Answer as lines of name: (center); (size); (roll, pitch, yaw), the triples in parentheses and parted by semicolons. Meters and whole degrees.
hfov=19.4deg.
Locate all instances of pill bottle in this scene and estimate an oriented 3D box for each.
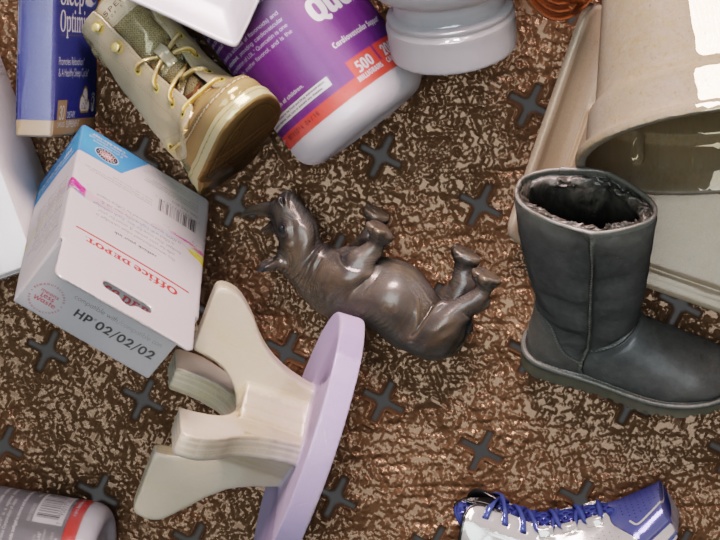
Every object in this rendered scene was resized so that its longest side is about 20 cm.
pill bottle: (-0.293, 0.218, 1.586); (0.200, 0.116, 0.116); (8, 96, 6)
pill bottle: (0.053, -0.242, 1.429); (0.120, 0.120, 0.200); (-5, 119, 7)
pill bottle: (-0.054, -0.183, 1.521); (0.112, 0.112, 0.200); (-37, 91, 9)

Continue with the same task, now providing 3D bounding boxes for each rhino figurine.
rhino figurine: (0.000, 0.000, 1.559); (0.200, 0.060, 0.087); (25, 108, 7)

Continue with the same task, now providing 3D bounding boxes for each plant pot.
plant pot: (0.240, -0.166, 1.434); (0.200, 0.200, 0.184); (-5, 75, 7)

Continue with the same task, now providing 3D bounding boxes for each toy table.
toy table: (-0.083, 0.113, 1.530); (0.117, 0.184, 0.200); (18, 92, -11)

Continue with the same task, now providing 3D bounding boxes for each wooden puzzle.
wooden puzzle: (0.228, -0.079, 1.541); (0.200, 0.037, 0.185); (19, 97, 0)

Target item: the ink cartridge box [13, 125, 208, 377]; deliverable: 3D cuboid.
ink cartridge box: (-0.176, -0.004, 1.491); (0.115, 0.200, 0.068); (31, 117, -19)

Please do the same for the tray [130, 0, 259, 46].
tray: (-0.090, -0.265, 1.452); (0.107, 0.022, 0.200); (25, 97, 8)

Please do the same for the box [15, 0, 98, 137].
box: (-0.220, -0.199, 1.534); (0.032, 0.121, 0.200); (1, 96, 7)

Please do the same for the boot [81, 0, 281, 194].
boot: (-0.131, -0.142, 1.496); (0.073, 0.200, 0.155); (-36, 89, -10)

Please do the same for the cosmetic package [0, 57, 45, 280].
cosmetic package: (-0.295, -0.089, 1.562); (0.085, 0.108, 0.200); (-19, 92, 8)

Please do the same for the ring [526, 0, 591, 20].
ring: (0.148, -0.272, 1.450); (0.019, 0.200, 0.201); (9, 97, 29)

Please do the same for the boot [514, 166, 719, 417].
boot: (0.192, 0.014, 1.476); (0.182, 0.073, 0.200); (7, 138, 5)

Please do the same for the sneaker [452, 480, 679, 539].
sneaker: (0.130, 0.201, 1.553); (0.199, 0.081, 0.115); (-34, 93, 10)
